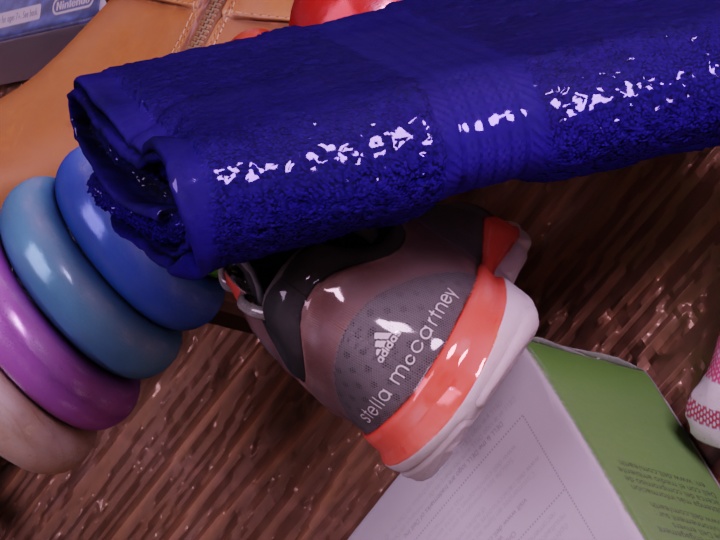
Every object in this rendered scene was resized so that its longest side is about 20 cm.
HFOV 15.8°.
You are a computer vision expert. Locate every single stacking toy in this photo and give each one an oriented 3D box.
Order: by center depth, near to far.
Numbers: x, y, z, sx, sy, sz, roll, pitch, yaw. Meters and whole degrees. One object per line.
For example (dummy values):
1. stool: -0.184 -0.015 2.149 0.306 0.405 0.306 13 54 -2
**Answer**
1. stacking toy: -0.048 -0.026 0.815 0.200 0.085 0.086 -39 49 11

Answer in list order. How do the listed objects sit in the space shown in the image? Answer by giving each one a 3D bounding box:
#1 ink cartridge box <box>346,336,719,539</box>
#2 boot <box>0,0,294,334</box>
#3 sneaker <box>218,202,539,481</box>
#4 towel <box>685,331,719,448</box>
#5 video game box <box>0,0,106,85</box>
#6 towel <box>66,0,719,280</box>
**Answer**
1. ink cartridge box: 0.072 0.125 0.713 0.104 0.059 0.200 -52 44 24
2. boot: -0.085 -0.071 0.915 0.199 0.074 0.156 15 80 13
3. sneaker: 0.000 0.000 0.768 0.077 0.082 0.200 -56 7 1
4. towel: 0.162 -0.032 0.684 0.146 0.030 0.201 18 92 51
5. video game box: -0.121 -0.173 1.051 0.199 0.047 0.183 -6 71 48
6. towel: 0.028 -0.042 0.706 0.148 0.199 0.050 -140 38 -69
